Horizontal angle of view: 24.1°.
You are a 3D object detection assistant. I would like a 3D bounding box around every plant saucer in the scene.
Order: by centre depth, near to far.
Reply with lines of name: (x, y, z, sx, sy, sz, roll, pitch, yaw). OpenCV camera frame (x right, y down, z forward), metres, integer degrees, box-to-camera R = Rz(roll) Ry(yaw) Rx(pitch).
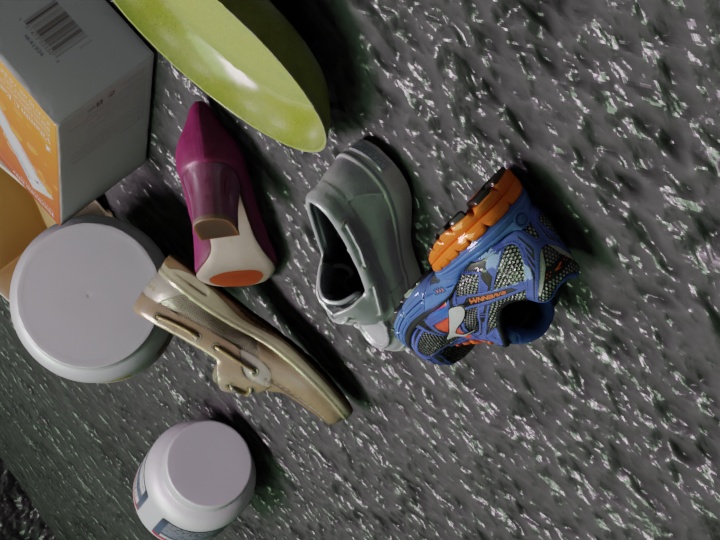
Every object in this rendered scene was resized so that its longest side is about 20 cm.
plant saucer: (-0.090, -0.152, 1.057, 0.200, 0.031, 0.200, 38, 168, 10)

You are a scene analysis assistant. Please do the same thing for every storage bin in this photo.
storage bin: (-0.325, -0.031, 1.721, 0.200, 0.094, 0.199, 37, 156, 34)

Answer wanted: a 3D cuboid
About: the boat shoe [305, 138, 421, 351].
boat shoe: (0.000, 0.000, 1.121, 0.072, 0.068, 0.200, 41, 158, 23)

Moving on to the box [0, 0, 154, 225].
box: (-0.243, -0.143, 1.348, 0.124, 0.097, 0.200, 47, 160, 10)

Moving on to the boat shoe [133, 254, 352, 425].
boat shoe: (-0.096, 0.070, 1.396, 0.200, 0.065, 0.072, 38, 180, -5)

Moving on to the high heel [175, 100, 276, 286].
high heel: (-0.103, -0.052, 1.309, 0.200, 0.067, 0.097, 92, 173, -72)

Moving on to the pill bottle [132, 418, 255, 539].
pill bottle: (-0.175, 0.223, 1.801, 0.120, 0.119, 0.200, 49, 160, 3)

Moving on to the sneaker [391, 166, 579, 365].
sneaker: (0.073, 0.019, 0.998, 0.078, 0.075, 0.200, 43, 160, 10)

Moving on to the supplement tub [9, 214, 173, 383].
supplement tub: (-0.234, 0.027, 1.504, 0.145, 0.144, 0.200, 51, 173, 0)
